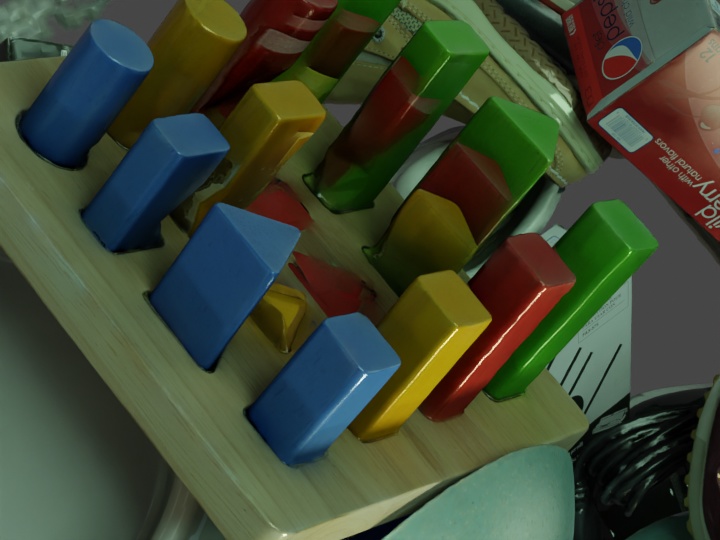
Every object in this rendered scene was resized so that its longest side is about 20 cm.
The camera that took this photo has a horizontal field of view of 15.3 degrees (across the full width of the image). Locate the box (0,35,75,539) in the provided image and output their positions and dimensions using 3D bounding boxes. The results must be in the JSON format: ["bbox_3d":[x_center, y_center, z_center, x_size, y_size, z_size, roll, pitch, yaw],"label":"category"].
[{"bbox_3d":[-0.108,0.018,0.995,0.075,0.050,0.201,5,76,-26],"label":"box"}]

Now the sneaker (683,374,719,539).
[{"bbox_3d":[0.163,0.118,0.932,0.075,0.090,0.201,10,75,-28],"label":"sneaker"}]

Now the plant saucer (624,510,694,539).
[{"bbox_3d":[0.148,0.185,0.977,0.199,0.027,0.202,7,76,-28],"label":"plant saucer"}]

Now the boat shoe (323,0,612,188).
[{"bbox_3d":[0.008,-0.090,1.049,0.076,0.072,0.200,-46,70,-4],"label":"boat shoe"}]

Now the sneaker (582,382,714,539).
[{"bbox_3d":[0.170,0.071,1.106,0.199,0.087,0.076,-22,90,-29],"label":"sneaker"}]

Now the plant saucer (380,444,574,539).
[{"bbox_3d":[0.016,0.148,0.950,0.201,0.201,0.039,-34,67,-29],"label":"plant saucer"}]

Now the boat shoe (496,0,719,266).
[{"bbox_3d":[0.106,-0.069,1.118,0.199,0.071,0.063,34,105,-17],"label":"boat shoe"}]

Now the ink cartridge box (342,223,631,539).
[{"bbox_3d":[0.023,0.074,1.027,0.200,0.044,0.094,-35,140,-29],"label":"ink cartridge box"}]

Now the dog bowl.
[{"bbox_3d":[-0.137,0.058,0.920,0.199,0.059,0.201,0,77,0],"label":"dog bowl"}]

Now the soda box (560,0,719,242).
[{"bbox_3d":[0.165,-0.042,1.051,0.200,0.063,0.070,39,27,-33],"label":"soda box"}]

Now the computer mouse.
[{"bbox_3d":[0.153,0.118,1.057,0.140,0.201,0.046,-20,47,-5],"label":"computer mouse"}]

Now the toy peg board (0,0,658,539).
[{"bbox_3d":[-0.013,-0.025,0.905,0.200,0.098,0.199,50,30,18],"label":"toy peg board"}]

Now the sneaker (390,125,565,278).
[{"bbox_3d":[0.000,0.000,1.042,0.200,0.071,0.073,-42,99,-28],"label":"sneaker"}]
